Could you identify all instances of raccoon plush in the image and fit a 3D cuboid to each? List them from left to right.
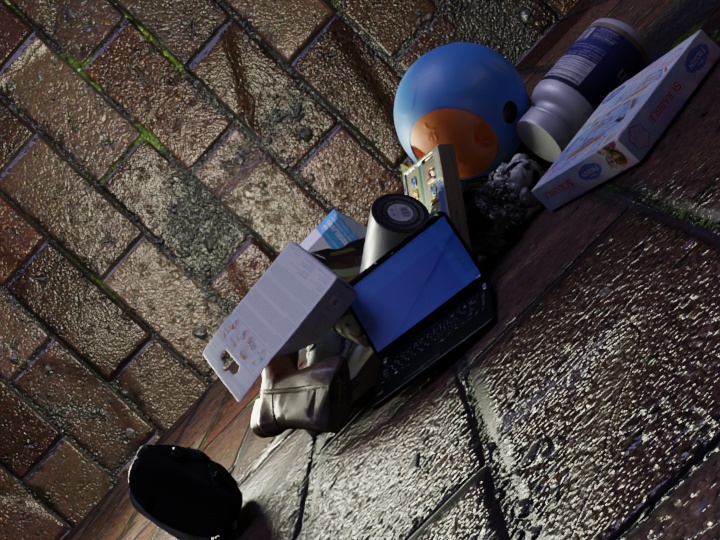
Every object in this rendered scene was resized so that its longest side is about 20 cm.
[{"bbox_3d":[0.180,-0.083,1.409,0.134,0.097,0.200,-41,2,-32],"label":"raccoon plush"}]

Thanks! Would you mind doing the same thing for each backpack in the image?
[{"bbox_3d":[-0.241,0.315,1.432,0.154,0.163,0.200,-61,-1,4],"label":"backpack"}]

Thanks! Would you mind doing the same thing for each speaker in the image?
[{"bbox_3d":[0.040,-0.006,1.399,0.081,0.081,0.200,-52,-20,-43],"label":"speaker"}]

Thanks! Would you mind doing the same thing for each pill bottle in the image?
[{"bbox_3d":[0.314,-0.252,1.442,0.200,0.111,0.111,-48,6,-12],"label":"pill bottle"}]

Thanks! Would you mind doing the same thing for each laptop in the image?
[{"bbox_3d":[0.060,0.042,1.213,0.177,0.103,0.200,-39,10,16],"label":"laptop"}]

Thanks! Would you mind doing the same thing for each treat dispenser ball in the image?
[{"bbox_3d":[0.149,-0.235,1.505,0.201,0.201,0.201,-46,6,6],"label":"treat dispenser ball"}]

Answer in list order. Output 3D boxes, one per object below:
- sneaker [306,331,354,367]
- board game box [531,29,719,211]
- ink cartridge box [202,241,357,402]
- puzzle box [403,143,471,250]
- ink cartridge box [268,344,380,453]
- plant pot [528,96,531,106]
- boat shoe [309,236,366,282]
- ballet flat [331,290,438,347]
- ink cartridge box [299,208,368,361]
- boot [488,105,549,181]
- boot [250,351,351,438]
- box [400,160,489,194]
[{"bbox_3d":[-0.059,0.099,1.452,0.074,0.088,0.200,-44,5,26],"label":"sneaker"},{"bbox_3d":[0.321,-0.178,1.240,0.200,0.041,0.200,-50,6,-22],"label":"board game box"},{"bbox_3d":[-0.109,0.071,1.333,0.200,0.047,0.160,-52,32,-1],"label":"ink cartridge box"},{"bbox_3d":[0.104,-0.056,1.362,0.025,0.201,0.133,-5,-10,-19],"label":"puzzle box"},{"bbox_3d":[-0.023,0.164,1.385,0.200,0.045,0.176,-44,6,33],"label":"ink cartridge box"},{"bbox_3d":[0.197,-0.257,1.695,0.200,0.200,0.179,-47,-9,-1],"label":"plant pot"},{"bbox_3d":[0.000,0.000,1.492,0.199,0.076,0.072,-11,31,-12],"label":"boat shoe"},{"bbox_3d":[0.025,0.064,1.316,0.199,0.074,0.074,-13,22,27],"label":"ballet flat"},{"bbox_3d":[-0.040,0.034,1.633,0.200,0.145,0.147,-45,-28,11],"label":"ink cartridge box"},{"bbox_3d":[0.284,-0.203,1.556,0.200,0.072,0.144,-55,7,-5],"label":"boot"},{"bbox_3d":[-0.069,0.122,1.303,0.200,0.064,0.187,-24,58,56],"label":"boot"},{"bbox_3d":[0.135,-0.132,1.624,0.070,0.065,0.200,-17,20,-16],"label":"box"}]
